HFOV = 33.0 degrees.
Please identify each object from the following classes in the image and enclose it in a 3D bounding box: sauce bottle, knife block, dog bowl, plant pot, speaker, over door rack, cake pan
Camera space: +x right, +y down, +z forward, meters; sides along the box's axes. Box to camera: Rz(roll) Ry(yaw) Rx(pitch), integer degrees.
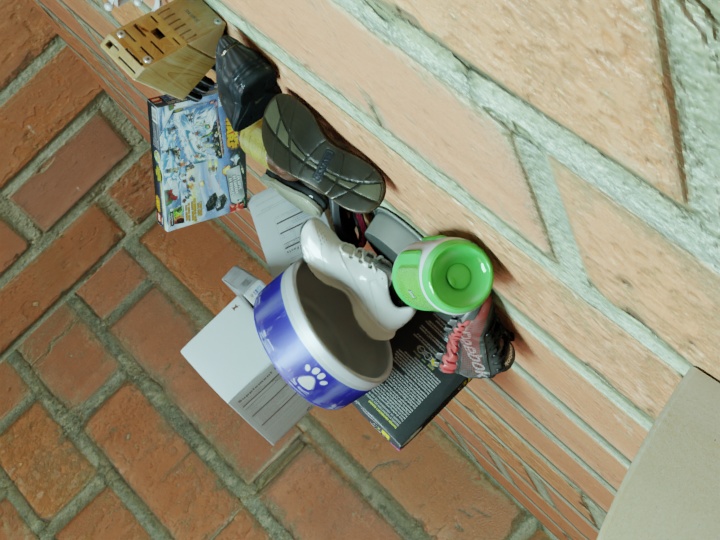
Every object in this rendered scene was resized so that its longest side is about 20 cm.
[{"bbox_3d":[-0.102,-0.161,1.671,0.200,0.066,0.066,35,168,50],"label":"sauce bottle"},{"bbox_3d":[-0.240,-0.253,1.522,0.064,0.200,0.176,44,144,11],"label":"knife block"},{"bbox_3d":[-0.049,0.085,1.646,0.200,0.079,0.200,41,-154,-26],"label":"dog bowl"},{"bbox_3d":[0.314,0.239,1.010,0.200,0.177,0.200,37,169,47],"label":"plant pot"},{"bbox_3d":[0.091,0.006,1.388,0.088,0.088,0.200,46,173,-6],"label":"speaker"},{"bbox_3d":[-0.331,-0.382,1.738,0.148,0.067,0.200,45,173,15],"label":"over door rack"},{"bbox_3d":[0.078,-0.001,1.624,0.200,0.037,0.200,45,174,6],"label":"cake pan"}]

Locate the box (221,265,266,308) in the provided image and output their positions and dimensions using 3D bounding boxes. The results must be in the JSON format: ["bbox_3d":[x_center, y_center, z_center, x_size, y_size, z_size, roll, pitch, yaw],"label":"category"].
[{"bbox_3d":[-0.110,0.081,1.772,0.200,0.036,0.144,49,172,-20],"label":"box"}]

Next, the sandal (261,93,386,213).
[{"bbox_3d":[-0.042,-0.138,1.472,0.200,0.082,0.055,36,-168,21],"label":"sandal"}]

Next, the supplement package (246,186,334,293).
[{"bbox_3d":[-0.080,-0.029,1.823,0.114,0.109,0.201,56,-169,-54],"label":"supplement package"}]

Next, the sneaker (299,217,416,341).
[{"bbox_3d":[0.000,0.000,1.639,0.200,0.087,0.075,46,-142,-11],"label":"sneaker"}]

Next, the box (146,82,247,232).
[{"bbox_3d":[-0.234,-0.167,1.765,0.040,0.136,0.201,40,138,45],"label":"box"}]

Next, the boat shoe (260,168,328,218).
[{"bbox_3d":[-0.086,-0.127,1.721,0.072,0.068,0.200,42,180,-25],"label":"boat shoe"}]

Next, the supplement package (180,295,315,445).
[{"bbox_3d":[-0.148,0.146,1.739,0.117,0.117,0.200,43,172,29],"label":"supplement package"}]

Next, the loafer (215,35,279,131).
[{"bbox_3d":[-0.146,-0.233,1.523,0.072,0.073,0.200,53,165,7],"label":"loafer"}]

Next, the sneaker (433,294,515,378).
[{"bbox_3d":[0.153,0.081,1.525,0.097,0.071,0.201,20,152,8],"label":"sneaker"}]

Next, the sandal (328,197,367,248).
[{"bbox_3d":[-0.009,-0.063,1.703,0.200,0.045,0.075,67,-166,-55],"label":"sandal"}]

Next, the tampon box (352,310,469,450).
[{"bbox_3d":[0.084,0.151,1.792,0.126,0.200,0.150,44,174,9],"label":"tampon box"}]
